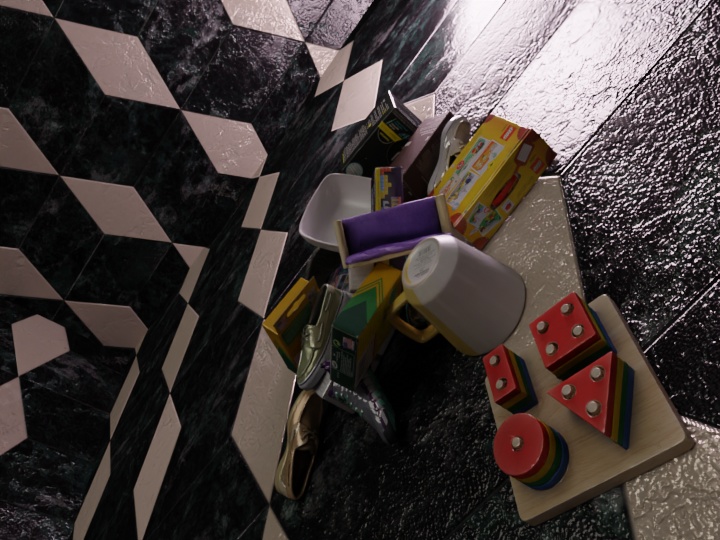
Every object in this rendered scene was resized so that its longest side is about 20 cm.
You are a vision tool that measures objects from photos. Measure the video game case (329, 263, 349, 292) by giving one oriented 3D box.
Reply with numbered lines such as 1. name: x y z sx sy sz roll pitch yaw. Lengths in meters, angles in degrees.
1. video game case: -0.036 0.063 1.225 0.181 0.023 0.204 -8 56 59

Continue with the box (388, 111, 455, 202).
1. box: 0.136 -0.247 1.156 0.202 0.075 0.099 -56 26 -16

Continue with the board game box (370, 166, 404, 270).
1. board game box: 0.051 -0.085 1.021 0.165 0.055 0.207 -156 65 -87

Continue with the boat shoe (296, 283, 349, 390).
1. boat shoe: -0.084 0.124 1.001 0.071 0.061 0.204 -13 51 56

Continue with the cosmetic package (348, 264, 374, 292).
1. cosmetic package: 0.000 0.000 1.048 0.200 0.049 0.085 115 151 -86

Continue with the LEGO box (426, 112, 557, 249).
1. LEGO box: 0.225 -0.163 0.934 0.201 0.076 0.150 -52 26 13

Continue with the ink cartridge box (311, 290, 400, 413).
1. ink cartridge box: -0.025 0.152 1.033 0.204 0.082 0.144 -62 25 -7

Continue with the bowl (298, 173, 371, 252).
1. bowl: -0.026 -0.120 1.222 0.195 0.075 0.203 13 59 22

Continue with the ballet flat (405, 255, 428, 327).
1. ballet flat: 0.118 0.017 0.963 0.072 0.071 0.204 -38 32 34

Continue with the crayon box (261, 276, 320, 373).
1. crayon box: -0.121 0.109 1.054 0.051 0.202 0.126 24 60 29

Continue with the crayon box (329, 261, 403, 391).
1. crayon box: 0.017 0.079 0.865 0.201 0.050 0.129 -51 -25 -44

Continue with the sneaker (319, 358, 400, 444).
1. sneaker: -0.003 0.217 0.881 0.086 0.075 0.202 -32 46 3

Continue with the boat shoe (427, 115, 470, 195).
1. boat shoe: 0.195 -0.230 1.074 0.065 0.071 0.204 -2 61 55

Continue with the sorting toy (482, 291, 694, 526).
1. sorting toy: 0.226 0.144 0.601 0.200 0.069 0.201 -43 29 28

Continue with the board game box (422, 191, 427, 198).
1. board game box: 0.105 -0.118 1.162 0.203 0.030 0.095 -60 25 1

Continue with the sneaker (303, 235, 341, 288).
1. sneaker: -0.097 -0.021 1.330 0.115 0.074 0.202 -91 23 -57

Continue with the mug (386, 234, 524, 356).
1. mug: 0.132 0.041 0.791 0.189 0.151 0.150 -55 26 6

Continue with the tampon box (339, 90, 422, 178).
1. tampon box: 0.063 -0.299 1.296 0.200 0.148 0.128 -46 26 23

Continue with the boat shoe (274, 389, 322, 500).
1. boat shoe: -0.105 0.330 1.009 0.064 0.070 0.206 -7 65 53

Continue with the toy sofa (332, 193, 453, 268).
1. toy sofa: 0.056 -0.066 0.891 0.194 0.085 0.098 -14 2 -1
